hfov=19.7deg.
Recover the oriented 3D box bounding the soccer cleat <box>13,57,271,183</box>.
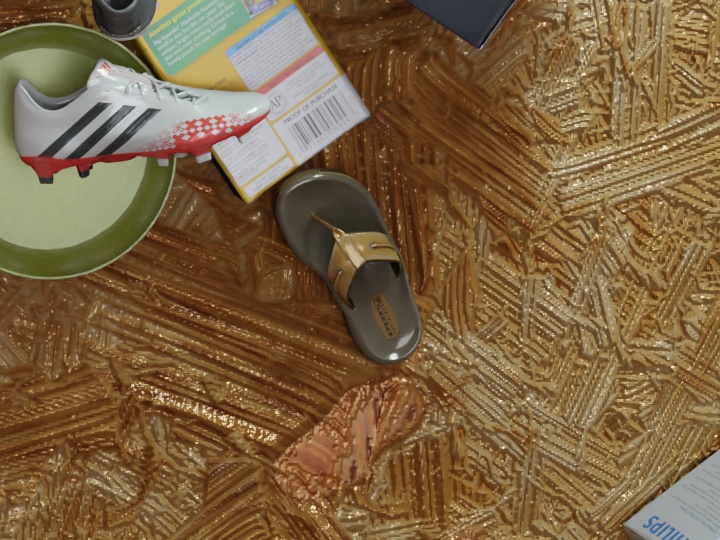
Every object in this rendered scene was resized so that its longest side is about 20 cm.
[{"bbox_3d":[-0.168,-0.124,1.582,0.198,0.069,0.086,-10,109,1],"label":"soccer cleat"}]

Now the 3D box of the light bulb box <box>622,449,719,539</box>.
[{"bbox_3d":[0.375,0.255,1.826,0.199,0.125,0.199,-36,108,-8],"label":"light bulb box"}]

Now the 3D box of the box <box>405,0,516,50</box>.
[{"bbox_3d":[0.026,-0.273,1.611,0.199,0.141,0.079,31,105,-19],"label":"box"}]

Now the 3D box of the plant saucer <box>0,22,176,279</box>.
[{"bbox_3d":[-0.244,-0.094,1.630,0.198,0.031,0.202,-3,101,-16],"label":"plant saucer"}]

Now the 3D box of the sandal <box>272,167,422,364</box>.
[{"bbox_3d":[0.000,0.000,1.692,0.080,0.054,0.201,-32,118,-7],"label":"sandal"}]

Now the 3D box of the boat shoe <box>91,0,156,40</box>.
[{"bbox_3d":[-0.184,-0.276,1.567,0.066,0.057,0.202,-6,81,-3],"label":"boat shoe"}]

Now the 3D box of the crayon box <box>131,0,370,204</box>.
[{"bbox_3d":[-0.098,-0.172,1.647,0.125,0.052,0.201,-35,108,-7],"label":"crayon box"}]
